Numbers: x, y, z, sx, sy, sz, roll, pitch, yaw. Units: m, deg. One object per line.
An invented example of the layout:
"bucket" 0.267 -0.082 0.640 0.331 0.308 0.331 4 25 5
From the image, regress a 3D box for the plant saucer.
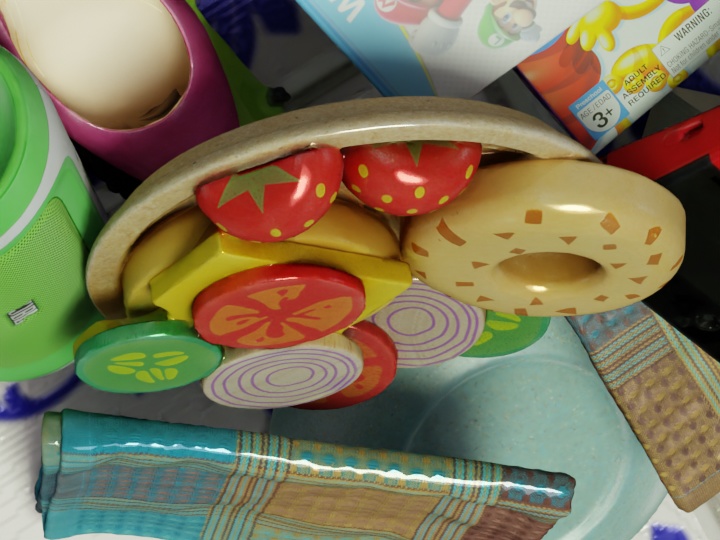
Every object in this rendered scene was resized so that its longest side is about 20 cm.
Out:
"plant saucer" 0.061 0.075 1.096 0.200 0.039 0.202 -8 119 -15

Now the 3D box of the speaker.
"speaker" -0.135 -0.018 0.895 0.088 0.089 0.200 -25 165 -4

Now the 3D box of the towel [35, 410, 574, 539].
"towel" -0.028 0.092 1.000 0.198 0.147 0.022 8 71 -5

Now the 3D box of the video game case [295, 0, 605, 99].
"video game case" 0.056 -0.151 0.854 0.199 0.018 0.143 -35 123 16

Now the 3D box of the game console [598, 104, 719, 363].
"game console" 0.195 0.000 0.942 0.200 0.031 0.176 36 141 -26

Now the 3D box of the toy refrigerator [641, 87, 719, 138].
"toy refrigerator" 0.212 -0.018 1.080 0.199 0.070 0.076 9 107 -22

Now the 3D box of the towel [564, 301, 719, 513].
"towel" 0.178 -0.011 1.022 0.199 0.022 0.147 -34 116 -3

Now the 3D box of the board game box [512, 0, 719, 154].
"board game box" 0.052 -0.158 0.932 0.105 0.103 0.200 -40 121 6

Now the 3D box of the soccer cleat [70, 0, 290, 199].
"soccer cleat" -0.070 -0.049 0.981 0.081 0.068 0.200 -22 125 18

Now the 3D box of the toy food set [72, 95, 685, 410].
"toy food set" 0.000 0.000 0.910 0.199 0.049 0.198 8 151 -36

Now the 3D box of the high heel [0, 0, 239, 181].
"high heel" -0.089 -0.081 0.856 0.067 0.096 0.201 -32 126 -2
